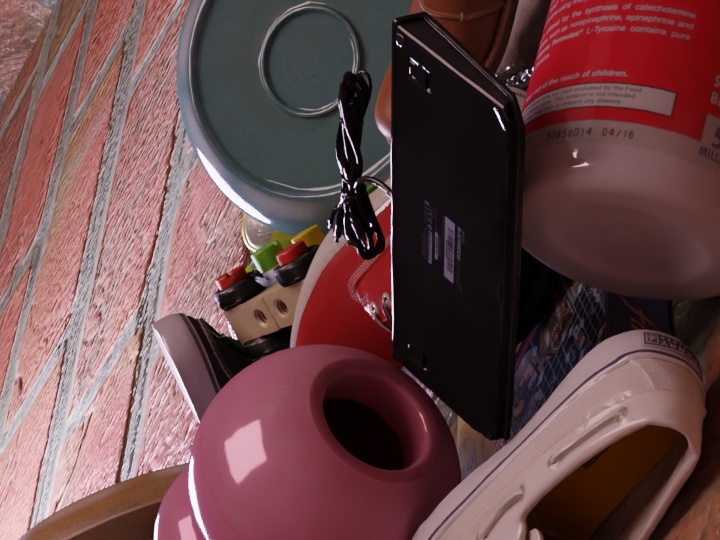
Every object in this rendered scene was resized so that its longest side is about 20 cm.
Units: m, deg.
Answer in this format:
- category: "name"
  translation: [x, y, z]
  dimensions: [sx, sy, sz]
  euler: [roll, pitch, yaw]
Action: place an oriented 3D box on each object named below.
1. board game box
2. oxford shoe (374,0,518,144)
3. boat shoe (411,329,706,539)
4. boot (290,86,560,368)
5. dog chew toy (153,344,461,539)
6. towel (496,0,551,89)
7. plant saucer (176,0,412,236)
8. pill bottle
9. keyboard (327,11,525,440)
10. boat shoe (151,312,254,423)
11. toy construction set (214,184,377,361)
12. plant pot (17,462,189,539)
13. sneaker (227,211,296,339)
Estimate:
- category: "board game box"
  translation: [0.091, 0.033, 1.092]
  dimensions: [0.136, 0.035, 0.200]
  euler: [-55, 20, 37]
- category: "oxford shoe"
  translation: [0.046, -0.156, 1.227]
  dimensions: [0.071, 0.071, 0.200]
  euler: [41, 113, 49]
- category: "boat shoe"
  translation: [0.077, 0.116, 0.975]
  dimensions: [0.200, 0.071, 0.070]
  euler: [-51, 19, 27]
- category: "boot"
  translation: [0.027, 0.022, 1.132]
  dimensions: [0.200, 0.072, 0.144]
  euler: [-52, 23, 33]
- category: "dog chew toy"
  translation: [-0.038, 0.123, 1.094]
  dimensions: [0.200, 0.125, 0.125]
  euler: [-52, 21, 42]
- category: "towel"
  translation: [0.097, -0.161, 1.345]
  dimensions: [0.200, 0.034, 0.133]
  euler: [-25, 43, 67]
- category: "plant saucer"
  translation: [-0.024, -0.118, 1.344]
  dimensions: [0.200, 0.200, 0.027]
  euler: [-64, -23, 10]
- category: "pill bottle"
  translation: [0.134, -0.098, 0.994]
  dimensions: [0.112, 0.112, 0.200]
  euler: [-35, 35, 62]
- category: "keyboard"
  translation: [0.028, -0.026, 0.999]
  dimensions: [0.127, 0.021, 0.200]
  euler: [41, 148, 34]
- category: "boat shoe"
  translation: [-0.068, 0.068, 1.355]
  dimensions: [0.069, 0.057, 0.200]
  euler: [60, 178, 26]
- category: "toy construction set"
  translation: [0.000, 0.000, 1.291]
  dimensions: [0.131, 0.092, 0.200]
  euler: [-34, -7, -36]
- category: "plant pot"
  translation: [-0.127, 0.156, 1.365]
  dimensions: [0.200, 0.200, 0.027]
  euler: [-48, 58, 48]
- category: "sneaker"
  translation: [-0.020, -0.042, 1.417]
  dimensions: [0.105, 0.076, 0.200]
  euler: [-6, -61, -66]
